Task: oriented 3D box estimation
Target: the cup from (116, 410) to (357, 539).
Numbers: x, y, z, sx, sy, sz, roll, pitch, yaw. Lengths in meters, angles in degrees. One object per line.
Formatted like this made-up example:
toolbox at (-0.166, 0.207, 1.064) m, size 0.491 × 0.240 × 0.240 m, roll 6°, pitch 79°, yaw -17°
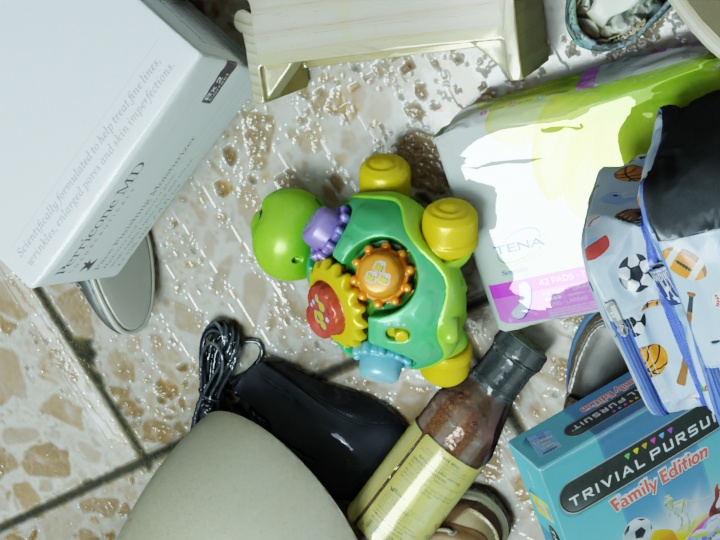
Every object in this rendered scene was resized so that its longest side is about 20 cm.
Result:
cup at (-0.108, 0.228, 0.880) m, size 0.200 × 0.143 × 0.201 m, roll 33°, pitch 142°, yaw 30°

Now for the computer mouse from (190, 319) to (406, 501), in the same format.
computer mouse at (-0.054, 0.134, 0.946) m, size 0.199 × 0.053 × 0.140 m, roll 18°, pitch 115°, yaw 14°

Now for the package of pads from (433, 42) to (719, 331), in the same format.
package of pads at (0.161, -0.055, 0.778) m, size 0.199 × 0.068 × 0.156 m, roll -14°, pitch 105°, yaw 25°

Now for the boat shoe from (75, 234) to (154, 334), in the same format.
boat shoe at (-0.219, -0.045, 0.941) m, size 0.057 × 0.067 × 0.202 m, roll -8°, pitch 103°, yaw 44°

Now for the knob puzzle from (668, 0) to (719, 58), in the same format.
knob puzzle at (0.227, -0.154, 0.625) m, size 0.219 × 0.220 × 0.030 m, roll 39°, pitch 148°, yaw 3°

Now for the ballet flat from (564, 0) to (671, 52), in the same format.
ballet flat at (0.195, -0.209, 0.705) m, size 0.074 × 0.074 × 0.200 m, roll 37°, pitch 119°, yaw 4°

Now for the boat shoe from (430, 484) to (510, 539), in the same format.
boat shoe at (0.025, 0.233, 0.942) m, size 0.199 × 0.074 × 0.076 m, roll -31°, pitch 97°, yaw 28°

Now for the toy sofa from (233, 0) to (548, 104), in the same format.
toy sofa at (0.021, -0.171, 0.780) m, size 0.198 × 0.083 × 0.098 m, roll -3°, pitch 106°, yaw 23°

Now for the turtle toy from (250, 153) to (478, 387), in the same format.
turtle toy at (0.000, 0.000, 0.827) m, size 0.200 × 0.101 × 0.147 m, roll 39°, pitch 141°, yaw 43°

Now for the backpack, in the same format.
backpack at (0.212, 0.007, 0.647) m, size 0.153 × 0.200 × 0.191 m, roll -23°, pitch 107°, yaw 31°

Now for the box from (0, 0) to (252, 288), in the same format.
box at (-0.210, -0.127, 0.816) m, size 0.200 × 0.131 × 0.199 m, roll 42°, pitch 103°, yaw 9°

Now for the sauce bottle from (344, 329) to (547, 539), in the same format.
sauce bottle at (0.064, 0.132, 0.868) m, size 0.066 × 0.066 × 0.200 m, roll 38°, pitch 100°, yaw 3°

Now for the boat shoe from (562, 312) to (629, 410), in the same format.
boat shoe at (0.175, 0.122, 0.839) m, size 0.072 × 0.072 × 0.202 m, roll 8°, pitch 113°, yaw 18°

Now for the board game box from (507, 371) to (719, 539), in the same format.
board game box at (0.201, 0.168, 0.796) m, size 0.150 × 0.047 × 0.201 m, roll -28°, pitch 114°, yaw -11°
